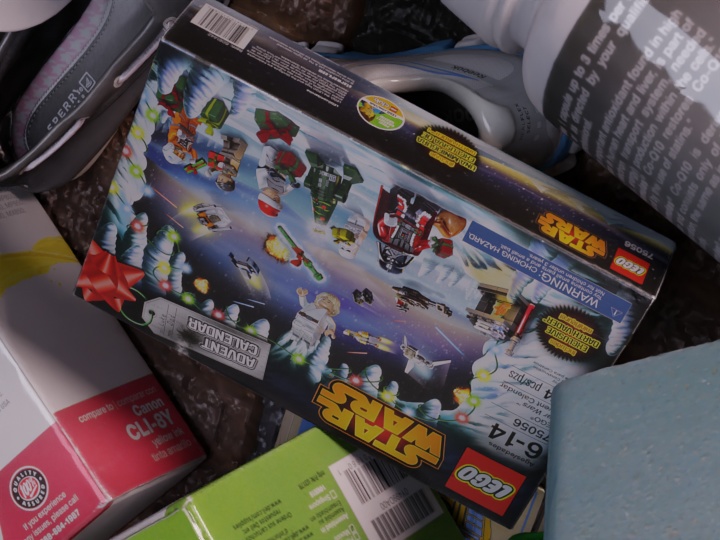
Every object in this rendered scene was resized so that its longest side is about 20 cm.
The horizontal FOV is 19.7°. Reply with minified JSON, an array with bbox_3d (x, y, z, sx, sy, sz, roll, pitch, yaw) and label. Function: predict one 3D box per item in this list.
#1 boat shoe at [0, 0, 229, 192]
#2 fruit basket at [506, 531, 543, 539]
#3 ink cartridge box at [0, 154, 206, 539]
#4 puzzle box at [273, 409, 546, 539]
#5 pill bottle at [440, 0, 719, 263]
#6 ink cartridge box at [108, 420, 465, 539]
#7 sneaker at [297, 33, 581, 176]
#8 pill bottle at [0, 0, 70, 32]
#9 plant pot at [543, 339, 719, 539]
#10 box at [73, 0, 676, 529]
[{"bbox_3d":[-0.111,-0.108,0.898,0.067,0.057,0.200,46,120,14],"label":"boat shoe"},{"bbox_3d":[0.081,0.203,0.779,0.093,0.185,0.201,-4,99,24],"label":"fruit basket"},{"bbox_3d":[-0.189,0.050,0.967,0.145,0.083,0.200,-40,80,32],"label":"ink cartridge box"},{"bbox_3d":[0.021,0.104,0.887,0.133,0.025,0.201,27,114,23],"label":"puzzle box"},{"bbox_3d":[0.130,-0.073,0.726,0.200,0.114,0.114,41,119,16],"label":"pill bottle"},{"bbox_3d":[-0.078,0.140,0.853,0.200,0.148,0.076,-33,85,33],"label":"ink cartridge box"},{"bbox_3d":[-0.011,-0.056,0.834,0.200,0.087,0.075,-9,98,34],"label":"sneaker"},{"bbox_3d":[-0.202,-0.175,0.885,0.200,0.112,0.113,30,116,36],"label":"pill bottle"},{"bbox_3d":[0.172,0.149,0.658,0.196,0.200,0.196,-18,127,33],"label":"plant pot"},{"bbox_3d":[0.000,0.000,0.784,0.200,0.040,0.137,28,132,3],"label":"box"}]
